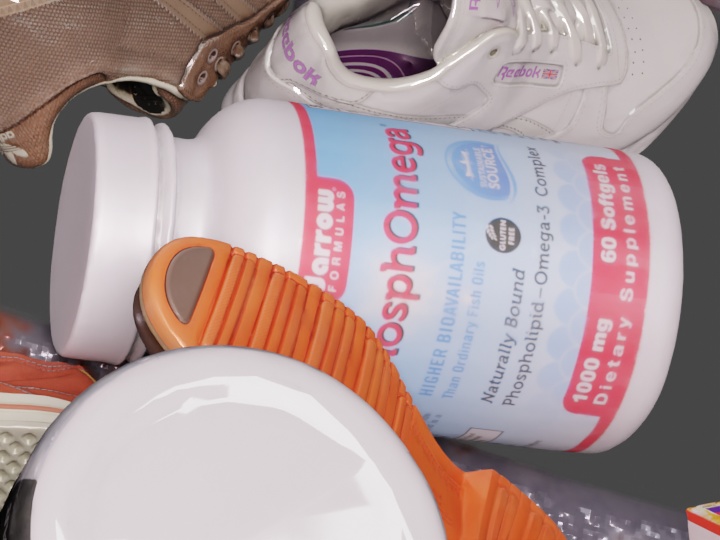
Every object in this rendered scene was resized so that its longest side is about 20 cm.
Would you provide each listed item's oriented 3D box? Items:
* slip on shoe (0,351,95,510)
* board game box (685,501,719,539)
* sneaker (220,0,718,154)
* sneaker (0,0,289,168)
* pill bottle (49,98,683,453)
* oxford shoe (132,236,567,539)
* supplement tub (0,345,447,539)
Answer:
[{"bbox_3d":[-0.174,0.048,0.856,0.200,0.074,0.061,6,28,-9],"label":"slip on shoe"},{"bbox_3d":[0.210,0.139,0.900,0.200,0.046,0.152,-10,103,-22],"label":"board game box"},{"bbox_3d":[0.053,-0.077,0.968,0.200,0.100,0.075,-13,66,-25],"label":"sneaker"},{"bbox_3d":[-0.070,-0.098,0.965,0.200,0.070,0.076,-24,113,-40],"label":"sneaker"},{"bbox_3d":[0.000,0.000,0.905,0.200,0.109,0.109,7,62,-15],"label":"pill bottle"},{"bbox_3d":[-0.013,0.070,0.847,0.200,0.073,0.071,47,40,-24],"label":"oxford shoe"},{"bbox_3d":[-0.059,0.113,0.776,0.122,0.200,0.123,8,63,-15],"label":"supplement tub"}]
